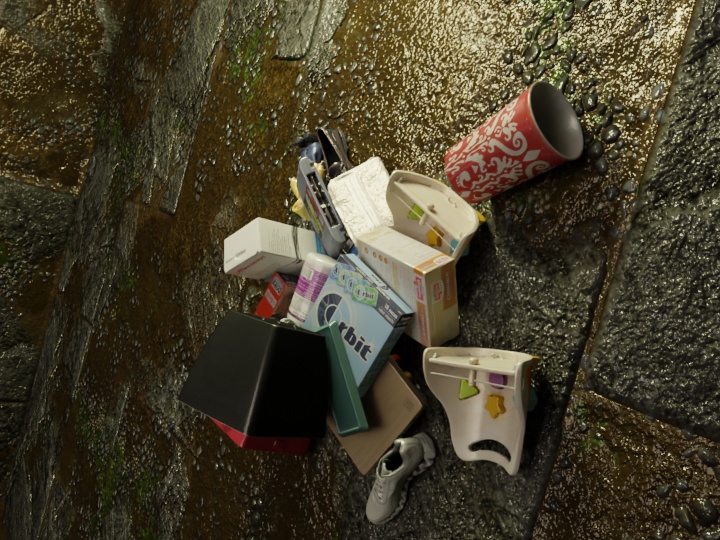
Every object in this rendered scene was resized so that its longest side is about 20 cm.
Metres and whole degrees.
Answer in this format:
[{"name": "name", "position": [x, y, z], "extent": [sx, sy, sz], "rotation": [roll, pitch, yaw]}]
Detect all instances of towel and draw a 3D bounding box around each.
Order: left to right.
[{"name": "towel", "position": [0.015, -0.139, 1.360], "extent": [0.131, 0.035, 0.202], "rotation": [-28, 52, 2]}]

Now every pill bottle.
[{"name": "pill bottle", "position": [-0.092, 0.074, 1.439], "extent": [0.112, 0.111, 0.203], "rotation": [28, 101, 49]}]

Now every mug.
[{"name": "mug", "position": [0.257, -0.208, 1.127], "extent": [0.199, 0.177, 0.135], "rotation": [-29, 96, 46]}]

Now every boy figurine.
[{"name": "boy figurine", "position": [-0.128, -0.214, 1.595], "extent": [0.123, 0.064, 0.204], "rotation": [-11, 69, 45]}]

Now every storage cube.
[{"name": "storage cube", "position": [-0.193, 0.268, 1.444], "extent": [0.170, 0.198, 0.183], "rotation": [22, 91, 50]}]

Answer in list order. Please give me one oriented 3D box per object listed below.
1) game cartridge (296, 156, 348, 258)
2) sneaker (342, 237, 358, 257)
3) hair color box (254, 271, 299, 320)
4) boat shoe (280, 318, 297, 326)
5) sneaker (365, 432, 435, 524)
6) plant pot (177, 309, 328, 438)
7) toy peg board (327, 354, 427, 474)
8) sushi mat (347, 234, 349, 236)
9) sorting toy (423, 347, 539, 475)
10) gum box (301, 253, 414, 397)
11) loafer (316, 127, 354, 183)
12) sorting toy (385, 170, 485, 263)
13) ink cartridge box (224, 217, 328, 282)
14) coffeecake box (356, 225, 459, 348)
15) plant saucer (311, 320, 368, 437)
[{"name": "game cartridge", "position": [-0.086, -0.130, 1.457], "extent": [0.133, 0.040, 0.202], "rotation": [109, 136, -75]}, {"name": "sneaker", "position": [0.001, 0.000, 1.372], "extent": [0.111, 0.076, 0.203], "rotation": [30, 99, 41]}, {"name": "hair color box", "position": [-0.180, 0.109, 1.532], "extent": [0.064, 0.110, 0.202], "rotation": [46, 115, 43]}, {"name": "boat shoe", "position": [-0.114, 0.167, 1.324], "extent": [0.064, 0.070, 0.202], "rotation": [-50, 47, 32]}, {"name": "sneaker", "position": [0.054, 0.373, 1.216], "extent": [0.075, 0.080, 0.202], "rotation": [46, 116, 43]}, {"name": "plant pot", "position": [-0.168, 0.178, 1.199], "extent": [0.197, 0.199, 0.181], "rotation": [13, 85, 39]}, {"name": "toy peg board", "position": [0.030, 0.237, 1.288], "extent": [0.200, 0.097, 0.201], "rotation": [50, 120, 26]}, {"name": "sushi mat", "position": [-0.041, -0.122, 1.480], "extent": [0.198, 0.012, 0.097], "rotation": [11, 114, 50]}, {"name": "sorting toy", "position": [0.202, 0.221, 1.070], "extent": [0.198, 0.106, 0.184], "rotation": [1, 91, 51]}, {"name": "gum box", "position": [-0.015, 0.102, 1.229], "extent": [0.170, 0.044, 0.202], "rotation": [43, 118, 29]}, {"name": "loafer", "position": [-0.056, -0.234, 1.512], "extent": [0.072, 0.062, 0.203], "rotation": [-36, 57, 35]}, {"name": "sorting toy", "position": [0.122, -0.056, 1.243], "extent": [0.200, 0.106, 0.182], "rotation": [46, 129, 32]}, {"name": "ink cartridge box", "position": [-0.184, -0.037, 1.506], "extent": [0.145, 0.198, 0.086], "rotation": [-25, 62, 42]}, {"name": "coffeecake box", "position": [0.084, 0.027, 1.223], "extent": [0.199, 0.072, 0.156], "rotation": [30, 136, 49]}, {"name": "plant saucer", "position": [-0.043, 0.196, 1.218], "extent": [0.069, 0.019, 0.203], "rotation": [-25, 78, 38]}]
